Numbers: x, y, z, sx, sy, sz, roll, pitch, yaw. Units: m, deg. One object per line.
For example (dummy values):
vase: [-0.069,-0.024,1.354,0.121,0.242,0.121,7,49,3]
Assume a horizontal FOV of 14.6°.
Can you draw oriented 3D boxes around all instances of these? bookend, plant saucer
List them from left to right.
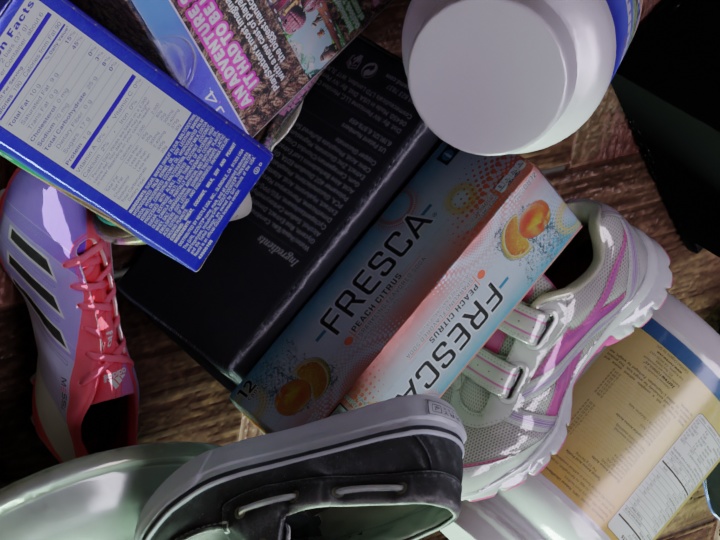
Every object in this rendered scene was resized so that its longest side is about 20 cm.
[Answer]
plant saucer: [-0.144,0.163,1.553,0.199,0.050,0.200,-17,155,-8]
bookend: [0.277,-0.061,1.786,0.092,0.200,0.199,-45,138,-12]

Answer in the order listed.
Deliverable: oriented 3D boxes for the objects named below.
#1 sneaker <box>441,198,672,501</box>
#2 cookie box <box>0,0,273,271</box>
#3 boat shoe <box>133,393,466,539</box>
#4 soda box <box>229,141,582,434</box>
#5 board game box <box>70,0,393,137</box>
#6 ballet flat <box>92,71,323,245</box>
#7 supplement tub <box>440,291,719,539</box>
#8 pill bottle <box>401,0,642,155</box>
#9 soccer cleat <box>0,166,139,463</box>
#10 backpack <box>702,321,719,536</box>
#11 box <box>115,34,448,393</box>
sneaker: [0.089,0.037,1.581,0.200,0.081,0.088,-54,139,-15]
cookie box: [-0.166,-0.096,1.343,0.075,0.171,0.200,-57,139,-3]
boat shoe: [-0.036,0.126,1.437,0.199,0.071,0.072,-26,136,28]
soda box: [0.025,0.022,1.509,0.200,0.068,0.064,-49,136,-7]
board game box: [-0.058,-0.189,1.444,0.200,0.097,0.160,-45,139,-13]
ballet flat: [-0.068,-0.074,1.519,0.200,0.069,0.071,-55,150,-25]
supplement tub: [0.146,0.113,1.813,0.200,0.144,0.145,-49,140,-8]
pill bottle: [0.083,-0.126,1.472,0.200,0.111,0.113,-57,163,-67]
soccer cleat: [-0.149,0.027,1.513,0.066,0.076,0.201,-26,132,-31]
backpack: [0.337,0.111,1.969,0.154,0.190,0.201,-53,143,-29]
box: [0.000,0.000,1.612,0.200,0.117,0.197,-52,139,-6]
